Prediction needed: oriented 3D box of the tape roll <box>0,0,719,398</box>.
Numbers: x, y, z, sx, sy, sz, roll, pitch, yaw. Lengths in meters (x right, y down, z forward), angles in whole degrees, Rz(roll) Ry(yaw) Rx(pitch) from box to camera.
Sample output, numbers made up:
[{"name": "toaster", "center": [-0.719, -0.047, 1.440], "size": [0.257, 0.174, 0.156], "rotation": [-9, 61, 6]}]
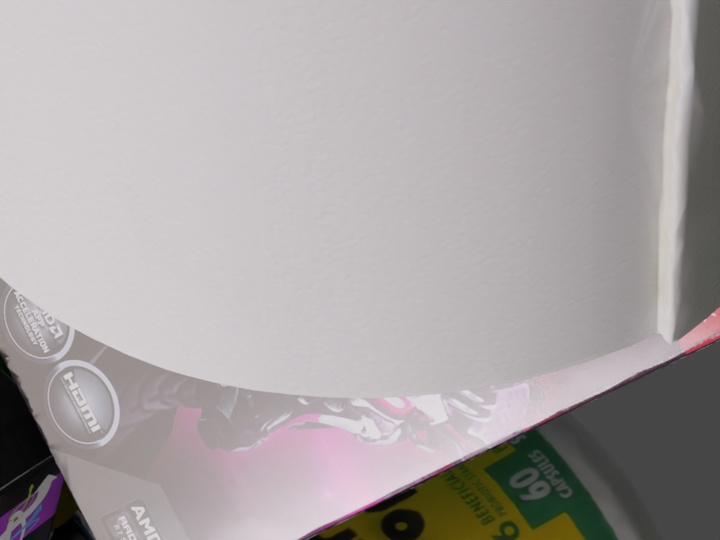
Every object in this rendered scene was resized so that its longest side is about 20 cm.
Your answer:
[{"name": "tape roll", "center": [0.002, -0.095, 0.564], "size": [0.203, 0.202, 0.139], "rotation": [46, 153, 36]}]

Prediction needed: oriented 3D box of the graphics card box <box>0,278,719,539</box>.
[{"name": "graphics card box", "center": [-0.002, -0.008, 0.732], "size": [0.200, 0.051, 0.126], "rotation": [-27, 90, 32]}]

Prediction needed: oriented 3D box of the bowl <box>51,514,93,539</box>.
[{"name": "bowl", "center": [-0.149, 0.125, 1.126], "size": [0.201, 0.039, 0.201], "rotation": [47, -164, -18]}]

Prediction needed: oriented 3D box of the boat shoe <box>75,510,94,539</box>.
[{"name": "boat shoe", "center": [-0.154, 0.127, 1.362], "size": [0.200, 0.072, 0.066], "rotation": [55, 130, 36]}]

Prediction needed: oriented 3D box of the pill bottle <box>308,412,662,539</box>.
[{"name": "pill bottle", "center": [-0.014, 0.123, 0.851], "size": [0.113, 0.200, 0.113], "rotation": [48, 154, 33]}]

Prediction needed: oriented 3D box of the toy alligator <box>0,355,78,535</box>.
[{"name": "toy alligator", "center": [-0.127, 0.097, 0.953], "size": [0.059, 0.054, 0.200], "rotation": [29, 105, 24]}]

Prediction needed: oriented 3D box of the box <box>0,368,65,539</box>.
[{"name": "box", "center": [-0.155, 0.070, 0.863], "size": [0.143, 0.036, 0.200], "rotation": [42, 140, 18]}]
